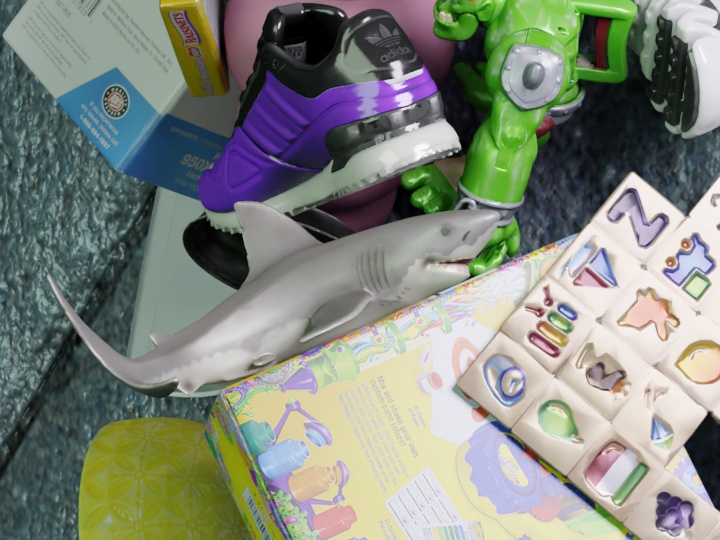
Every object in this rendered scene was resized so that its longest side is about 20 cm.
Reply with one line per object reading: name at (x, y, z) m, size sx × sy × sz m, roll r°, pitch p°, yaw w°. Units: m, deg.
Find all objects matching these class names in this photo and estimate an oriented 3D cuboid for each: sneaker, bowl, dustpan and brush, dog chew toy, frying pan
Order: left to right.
bowl at (-0.068, 0.169, 1.345) m, size 0.108 × 0.200 × 0.200 m, roll -15°, pitch 75°, yaw 14°
dustpan and brush at (-0.051, 0.012, 1.417) m, size 0.200 × 0.057 × 0.140 m, roll 3°, pitch 81°, yaw 50°
sneaker at (-0.027, -0.083, 1.199) m, size 0.200 × 0.070 × 0.100 m, roll -17°, pitch 95°, yaw 56°
dog chew toy at (-0.015, -0.092, 1.322) m, size 0.125 × 0.124 × 0.200 m, roll 50°, pitch 150°, yaw 34°
frying pan at (-0.008, -0.008, 1.309) m, size 0.190 × 0.115 × 0.031 m, roll 1°, pitch 62°, yaw 28°
sneaker at (0.167, -0.142, 1.206) m, size 0.075 × 0.081 × 0.200 m, roll 91°, pitch 164°, yaw -44°

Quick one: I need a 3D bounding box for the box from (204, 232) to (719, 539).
box at (0.055, 0.119, 1.157) m, size 0.122 × 0.192 × 0.200 m, roll 118°, pitch 128°, yaw -75°

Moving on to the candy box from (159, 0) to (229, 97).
candy box at (-0.094, -0.205, 1.307) m, size 0.026 × 0.102 × 0.200 m, roll -7°, pitch 65°, yaw 6°

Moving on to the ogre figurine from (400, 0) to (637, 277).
ogre figurine at (0.081, -0.102, 1.210) m, size 0.098 × 0.200 × 0.120 m, roll 30°, pitch 134°, yaw 12°

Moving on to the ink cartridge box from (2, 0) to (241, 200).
ink cartridge box at (-0.096, -0.166, 1.420) m, size 0.200 × 0.084 × 0.145 m, roll -51°, pitch 55°, yaw 14°

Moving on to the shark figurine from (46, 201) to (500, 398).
shark figurine at (-0.053, 0.009, 1.137) m, size 0.090 × 0.214 × 0.128 m, roll 65°, pitch 154°, yaw 11°

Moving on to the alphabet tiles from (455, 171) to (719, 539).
alphabet tiles at (0.170, 0.031, 1.121) m, size 0.167 × 0.008 × 0.200 m, roll 40°, pitch 79°, yaw 3°
